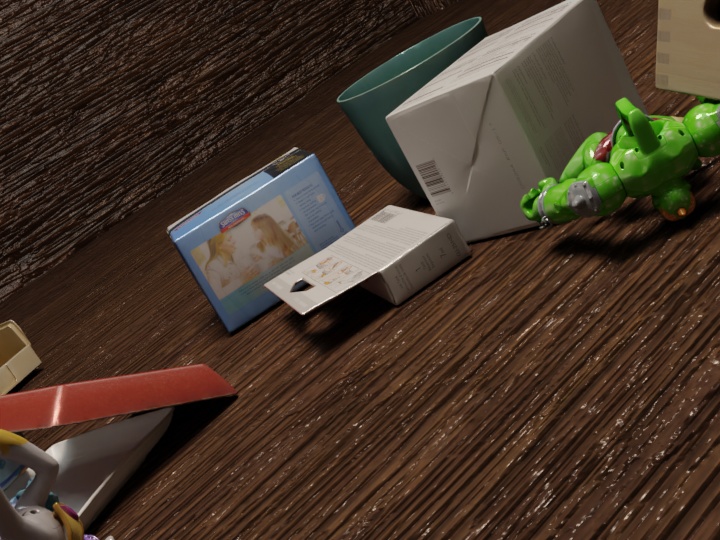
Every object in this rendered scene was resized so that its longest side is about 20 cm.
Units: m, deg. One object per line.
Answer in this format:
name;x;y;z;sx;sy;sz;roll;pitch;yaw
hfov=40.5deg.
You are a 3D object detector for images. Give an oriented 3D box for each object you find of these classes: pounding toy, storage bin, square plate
pounding toy;0.352;-0.203;0.702;0.182;0.144;0.199;-16;24;-26
storage bin;-0.634;0.187;1.524;0.197;0.095;0.200;-20;18;34
square plate;-0.285;0.214;0.918;0.198;0.029;0.198;-21;18;33

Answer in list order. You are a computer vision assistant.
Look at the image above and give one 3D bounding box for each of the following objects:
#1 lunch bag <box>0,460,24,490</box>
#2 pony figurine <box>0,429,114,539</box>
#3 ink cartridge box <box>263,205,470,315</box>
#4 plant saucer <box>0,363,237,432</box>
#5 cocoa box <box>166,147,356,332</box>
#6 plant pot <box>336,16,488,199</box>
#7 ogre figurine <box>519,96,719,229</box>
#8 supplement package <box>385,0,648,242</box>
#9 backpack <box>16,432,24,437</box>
lunch bag;-0.444;0.244;0.984;0.200;0.083;0.160;-43;5;-35
pony figurine;-0.227;0.204;0.607;0.194;0.200;0.166;-49;26;-8
ink cartridge box;0.000;0.000;1.014;0.175;0.045;0.200;-33;15;-10
plant saucer;-0.254;0.124;0.949;0.198;0.037;0.198;-6;-6;-44
cocoa box;-0.118;-0.042;1.194;0.198;0.135;0.131;-33;16;-8
plant pot;0.095;-0.187;1.195;0.199;0.162;0.201;-29;15;8
ogre figurine;0.224;-0.091;0.779;0.197;0.100;0.120;-10;10;8
supplement package;0.162;-0.152;0.979;0.150;0.153;0.200;-13;23;48
backpack;-0.531;0.213;1.176;0.200;0.164;0.153;-42;10;-16
